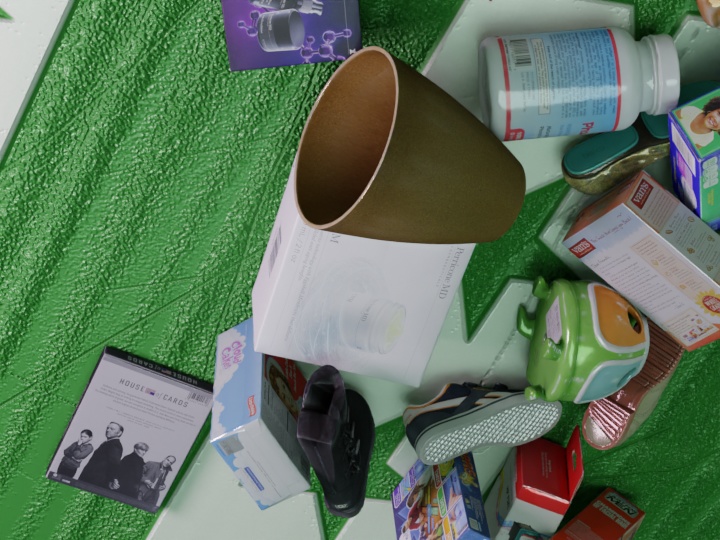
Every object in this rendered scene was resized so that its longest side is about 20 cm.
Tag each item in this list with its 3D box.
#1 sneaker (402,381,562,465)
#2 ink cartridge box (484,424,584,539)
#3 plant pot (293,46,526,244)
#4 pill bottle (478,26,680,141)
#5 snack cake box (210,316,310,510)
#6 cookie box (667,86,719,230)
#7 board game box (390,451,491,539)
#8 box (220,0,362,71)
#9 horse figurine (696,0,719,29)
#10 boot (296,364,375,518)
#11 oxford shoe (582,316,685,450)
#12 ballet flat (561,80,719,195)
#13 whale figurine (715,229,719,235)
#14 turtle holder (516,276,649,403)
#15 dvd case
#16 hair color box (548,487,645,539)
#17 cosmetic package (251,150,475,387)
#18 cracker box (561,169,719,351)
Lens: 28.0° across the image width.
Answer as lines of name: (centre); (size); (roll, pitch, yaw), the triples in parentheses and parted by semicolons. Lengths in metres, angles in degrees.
sneaker: (0.145, 0.171, 1.746); (0.198, 0.080, 0.079); (-10, 128, -23)
ink cartridge box: (0.206, 0.287, 1.789); (0.067, 0.116, 0.201); (20, 117, -6)
plant pot: (0.064, -0.102, 1.455); (0.199, 0.187, 0.187); (19, 118, -28)
pill bottle: (0.227, -0.197, 1.508); (0.198, 0.109, 0.110); (-5, 121, -1)
snack cake box: (-0.112, 0.157, 1.637); (0.067, 0.201, 0.115); (-26, 120, 13)
cookie box: (0.431, -0.142, 1.520); (0.199, 0.076, 0.171); (-26, 151, 1)
board game box: (0.093, 0.296, 1.738); (0.034, 0.201, 0.136); (27, 116, -19)
box: (-0.074, -0.311, 1.434); (0.140, 0.079, 0.202); (-8, 121, -3)
horse figurine: (0.408, -0.276, 1.503); (0.199, 0.050, 0.132); (33, 131, -30)
boot: (-0.031, 0.166, 1.634); (0.065, 0.166, 0.201); (-8, 145, 8)
oxford shoe: (0.341, 0.127, 1.749); (0.201, 0.071, 0.074); (-56, 151, 15)
ballet flat: (0.316, -0.142, 1.580); (0.199, 0.071, 0.071); (-27, 119, 11)
whale figurine: (0.435, -0.011, 1.659); (0.198, 0.104, 0.160); (17, 123, 14)
turtle holder: (0.255, 0.098, 1.669); (0.130, 0.141, 0.187); (3, 119, -9)
dvd case: (-0.278, 0.197, 1.750); (0.149, 0.025, 0.201); (22, 116, -17)
hair color box: (0.273, 0.362, 1.800); (0.064, 0.199, 0.112); (33, 120, 21)
cosmetic package: (0.000, 0.000, 1.600); (0.198, 0.123, 0.201); (12, 119, -13)
cracker box: (0.338, -0.008, 1.588); (0.200, 0.058, 0.134); (39, 153, -7)
